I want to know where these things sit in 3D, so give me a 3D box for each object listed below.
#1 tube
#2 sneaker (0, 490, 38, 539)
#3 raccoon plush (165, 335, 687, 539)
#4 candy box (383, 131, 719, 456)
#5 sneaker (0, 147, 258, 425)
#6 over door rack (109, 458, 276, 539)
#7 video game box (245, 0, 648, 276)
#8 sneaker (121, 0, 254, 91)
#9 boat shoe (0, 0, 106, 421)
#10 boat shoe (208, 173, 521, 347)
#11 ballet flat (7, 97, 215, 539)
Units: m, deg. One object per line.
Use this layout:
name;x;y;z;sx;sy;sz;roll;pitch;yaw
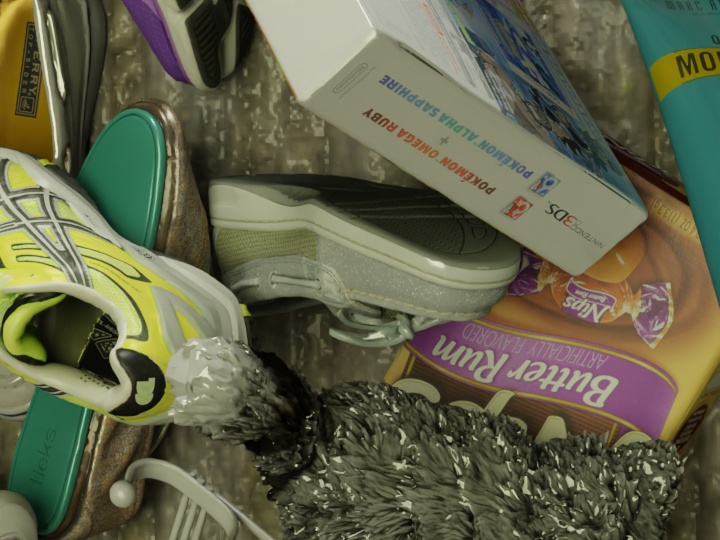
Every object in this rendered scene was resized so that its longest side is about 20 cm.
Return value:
tube;0.154;-0.038;1.137;0.077;0.050;0.201;-3;60;-12
sneaker;-0.214;0.089;1.270;0.199;0.075;0.100;-1;81;44
raccoon plush;0.032;0.084;1.092;0.134;0.200;0.097;-2;76;32
candy box;0.077;0.050;1.199;0.116;0.056;0.201;33;102;16
sneaker;-0.136;0.001;1.188;0.199;0.076;0.076;23;106;27
over door rack;-0.036;0.187;1.208;0.200;0.067;0.148;29;122;20
video game box;0.009;-0.108;1.120;0.047;0.182;0.200;-42;49;19
sneaker;-0.110;-0.165;1.233;0.083;0.081;0.200;-14;116;37
boat shoe;-0.151;-0.034;1.273;0.071;0.070;0.201;7;92;20
boat shoe;-0.002;0.000;1.179;0.202;0.074;0.065;14;104;57
ballet flat;-0.099;0.022;1.255;0.068;0.067;0.201;31;109;40
